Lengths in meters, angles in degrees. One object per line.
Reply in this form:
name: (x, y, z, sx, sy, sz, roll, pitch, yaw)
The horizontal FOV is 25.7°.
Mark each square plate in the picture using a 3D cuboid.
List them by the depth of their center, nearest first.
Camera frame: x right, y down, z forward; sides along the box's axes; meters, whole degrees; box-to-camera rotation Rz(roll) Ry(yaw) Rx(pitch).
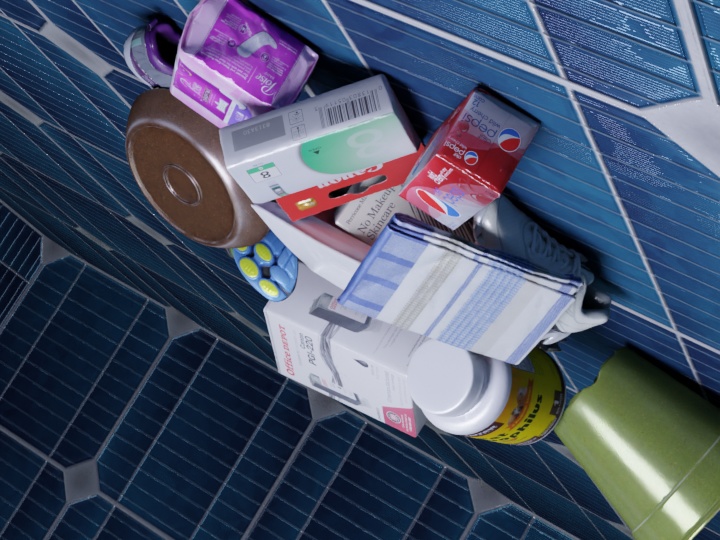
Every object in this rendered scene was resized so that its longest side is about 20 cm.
square plate: (0.000, 0.000, 1.634, 0.199, 0.029, 0.198, 29, 171, 25)

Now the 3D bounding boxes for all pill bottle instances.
pill bottle: (0.129, 0.120, 1.641, 0.109, 0.110, 0.199, 25, -176, 33)

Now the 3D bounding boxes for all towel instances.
towel: (0.093, 0.020, 1.485, 0.198, 0.024, 0.147, 18, 141, -12)

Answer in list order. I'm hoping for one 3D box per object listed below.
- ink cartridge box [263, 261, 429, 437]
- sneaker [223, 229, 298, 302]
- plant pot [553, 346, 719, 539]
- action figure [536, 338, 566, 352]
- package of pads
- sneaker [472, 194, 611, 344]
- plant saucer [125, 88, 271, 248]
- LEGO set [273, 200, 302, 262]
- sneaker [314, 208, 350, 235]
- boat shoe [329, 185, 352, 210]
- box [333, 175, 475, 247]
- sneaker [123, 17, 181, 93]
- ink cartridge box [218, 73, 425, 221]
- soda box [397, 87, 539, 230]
ink cartridge box: (-0.005, 0.091, 1.845, 0.198, 0.085, 0.146, 25, 151, 22)
sneaker: (-0.121, -0.038, 1.781, 0.200, 0.070, 0.083, 52, 175, 38)
plant pot: (0.316, 0.188, 1.718, 0.190, 0.200, 0.200, 43, 172, 11)
action figure: (0.149, 0.073, 1.811, 0.129, 0.070, 0.199, 17, 163, -30)
package of pads: (-0.115, -0.185, 1.486, 0.120, 0.076, 0.200, 31, 170, -5)
sneaker: (0.173, -0.009, 1.506, 0.080, 0.076, 0.200, -8, 139, 35)
plant saucer: (-0.180, -0.098, 1.672, 0.199, 0.034, 0.202, 28, 143, 23)
LEGO set: (-0.047, -0.051, 1.899, 0.153, 0.116, 0.200, -15, 122, 50)
sneaker: (0.029, -0.033, 1.734, 0.199, 0.087, 0.074, 30, 171, 13)
boat shoe: (-0.042, -0.115, 1.646, 0.201, 0.063, 0.074, 38, -172, -20)
box: (0.074, -0.030, 1.601, 0.199, 0.083, 0.068, 32, -173, -7)
sneaker: (-0.157, -0.183, 1.639, 0.199, 0.075, 0.087, 36, 164, -16)
ink cartridge box: (-0.021, -0.093, 1.455, 0.159, 0.051, 0.200, -18, 152, 10)
soda box: (0.087, -0.091, 1.338, 0.063, 0.070, 0.200, 32, 170, -3)
